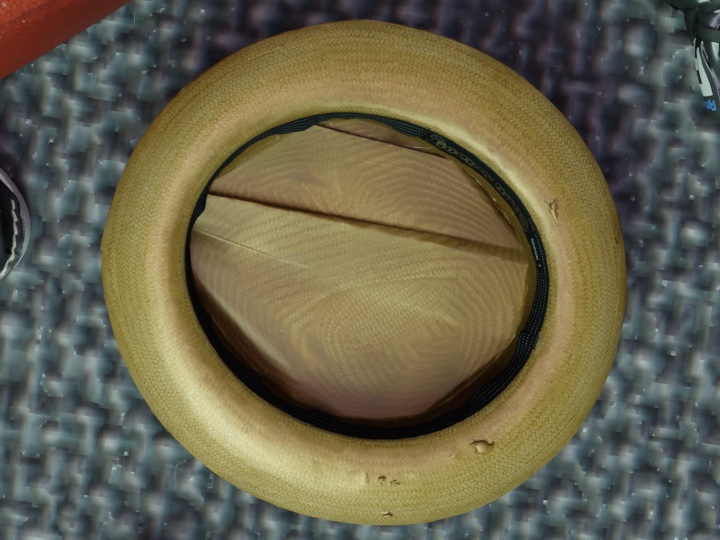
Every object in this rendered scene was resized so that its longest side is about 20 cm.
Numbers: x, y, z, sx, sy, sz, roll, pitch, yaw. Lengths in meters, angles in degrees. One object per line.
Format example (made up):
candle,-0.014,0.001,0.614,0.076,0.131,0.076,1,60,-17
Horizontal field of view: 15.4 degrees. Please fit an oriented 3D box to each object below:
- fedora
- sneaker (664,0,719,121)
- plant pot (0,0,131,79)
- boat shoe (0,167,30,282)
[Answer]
fedora,0.000,0.000,1.023,0.199,0.082,0.202,0,93,-7
sneaker,0.119,-0.116,1.026,0.199,0.073,0.113,5,90,-3
plant pot,-0.100,-0.195,0.969,0.176,0.200,0.201,-23,92,-14
boat shoe,-0.213,-0.062,1.025,0.200,0.060,0.074,43,91,-2
